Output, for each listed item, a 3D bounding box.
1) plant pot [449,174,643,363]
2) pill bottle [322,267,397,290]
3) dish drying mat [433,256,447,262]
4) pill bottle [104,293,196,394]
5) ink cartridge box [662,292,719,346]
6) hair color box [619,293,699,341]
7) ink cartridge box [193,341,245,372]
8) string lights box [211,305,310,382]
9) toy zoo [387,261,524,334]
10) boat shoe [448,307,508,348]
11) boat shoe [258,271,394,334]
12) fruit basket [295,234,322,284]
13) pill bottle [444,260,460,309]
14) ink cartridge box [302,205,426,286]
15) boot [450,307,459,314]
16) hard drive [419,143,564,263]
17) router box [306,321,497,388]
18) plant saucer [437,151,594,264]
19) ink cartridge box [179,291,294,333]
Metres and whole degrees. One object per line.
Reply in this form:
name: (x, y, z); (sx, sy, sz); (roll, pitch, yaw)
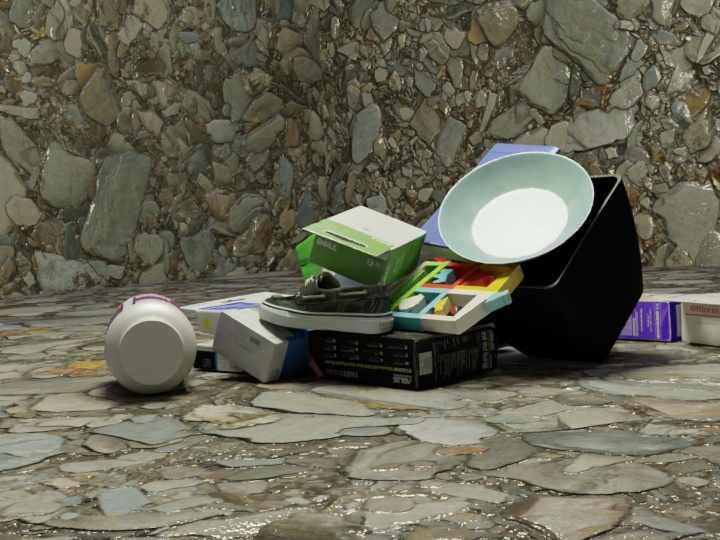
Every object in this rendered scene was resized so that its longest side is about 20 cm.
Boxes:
plant pot: (0.260, 0.010, 1.460); (0.199, 0.178, 0.200); (-1, 45, 49)
pill bottle: (0.000, 0.000, 1.607); (0.111, 0.113, 0.200); (-2, 12, 0)
dish drying mat: (0.192, 0.044, 1.677); (0.199, 0.018, 0.077); (36, 7, 4)
pill bottle: (-0.263, 0.091, 1.382); (0.111, 0.114, 0.200); (-3, 4, -11)
ink cartridge box: (0.537, 0.068, 1.568); (0.198, 0.069, 0.116); (-4, 3, -29)
hair color box: (0.410, 0.069, 1.709); (0.199, 0.066, 0.109); (-2, 3, 41)
ink cartridge box: (-0.137, 0.112, 1.585); (0.099, 0.040, 0.199); (0, 5, 37)
string lights box: (-0.090, 0.089, 1.484); (0.102, 0.060, 0.199); (28, 20, 32)
toy zoo: (0.110, 0.031, 1.357); (0.131, 0.021, 0.199); (-38, 25, -34)
boat shoe: (0.118, 0.085, 1.578); (0.198, 0.070, 0.084); (-3, 3, -13)
boat shoe: (-0.042, 0.037, 1.384); (0.198, 0.072, 0.072); (2, 4, 32)
fruit basket: (0.006, 0.007, 1.864); (0.213, 0.218, 0.155); (-1, 3, 27)
pill bottle: (0.126, 0.048, 1.787); (0.118, 0.121, 0.200); (-2, 3, 10)
ink cartridge box: (0.002, -0.026, 1.415); (0.103, 0.060, 0.200); (22, 18, 16)
boot: (0.054, 0.067, 1.653); (0.198, 0.109, 0.075); (-5, 5, -8)
hard drive: (0.171, -0.095, 1.502); (0.200, 0.025, 0.131); (-48, 30, -19)
router box: (0.050, 0.101, 1.397); (0.149, 0.063, 0.199); (-8, 6, -43)
plant saucer: (0.197, -0.069, 1.392); (0.199, 0.039, 0.202); (-13, 43, 12)
ink cartridge box: (-0.140, 0.067, 1.672); (0.199, 0.048, 0.197); (-1, 5, 41)
